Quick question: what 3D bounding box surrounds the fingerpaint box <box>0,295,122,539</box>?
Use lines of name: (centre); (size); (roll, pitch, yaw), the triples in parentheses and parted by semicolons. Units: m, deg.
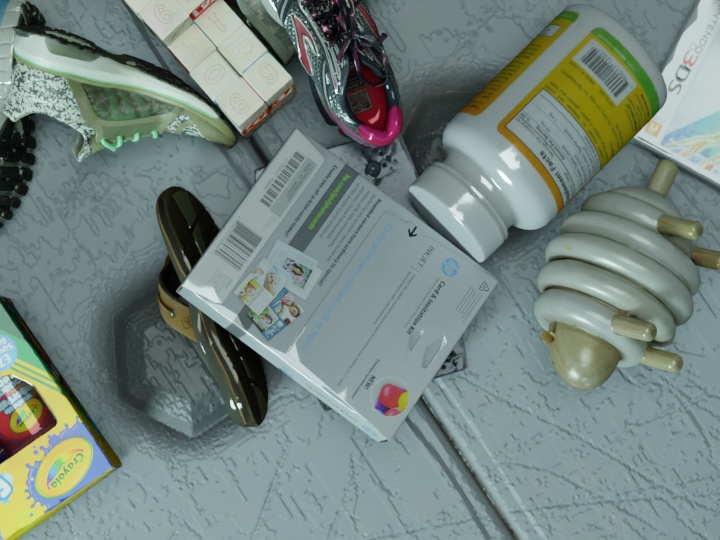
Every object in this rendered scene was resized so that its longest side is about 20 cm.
fingerpaint box: (-0.316, 0.143, 1.685); (0.200, 0.073, 0.167); (-34, 87, -3)

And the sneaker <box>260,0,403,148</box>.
sneaker: (-0.017, -0.187, 1.643); (0.080, 0.075, 0.201); (-31, 113, -6)

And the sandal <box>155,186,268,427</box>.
sandal: (-0.128, 0.032, 1.707); (0.054, 0.082, 0.201); (-19, 94, 19)

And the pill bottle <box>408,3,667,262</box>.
pill bottle: (0.135, -0.104, 1.682); (0.111, 0.111, 0.200); (45, 79, 2)

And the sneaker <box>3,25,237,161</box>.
sneaker: (-0.195, -0.125, 1.698); (0.199, 0.077, 0.089); (21, 101, -20)

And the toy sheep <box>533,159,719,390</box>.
toy sheep: (0.206, 0.004, 1.679); (0.138, 0.138, 0.201); (30, 73, 1)

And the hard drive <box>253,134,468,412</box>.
hard drive: (0.000, 0.000, 1.717); (0.134, 0.042, 0.201); (-16, 86, -2)

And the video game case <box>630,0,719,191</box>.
video game case: (0.343, -0.140, 1.744); (0.199, 0.022, 0.183); (28, 86, 1)

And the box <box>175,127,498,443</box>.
box: (-0.017, 0.012, 1.662); (0.200, 0.041, 0.156); (36, 78, -4)

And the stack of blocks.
stack of blocks: (-0.138, -0.202, 1.690); (0.059, 0.115, 0.200); (-41, 87, 0)

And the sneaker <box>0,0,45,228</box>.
sneaker: (-0.310, -0.119, 1.717); (0.090, 0.078, 0.201); (8, 82, 18)

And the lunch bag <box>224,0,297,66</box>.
lunch bag: (-0.062, -0.284, 1.702); (0.164, 0.118, 0.200); (-43, 94, -4)
